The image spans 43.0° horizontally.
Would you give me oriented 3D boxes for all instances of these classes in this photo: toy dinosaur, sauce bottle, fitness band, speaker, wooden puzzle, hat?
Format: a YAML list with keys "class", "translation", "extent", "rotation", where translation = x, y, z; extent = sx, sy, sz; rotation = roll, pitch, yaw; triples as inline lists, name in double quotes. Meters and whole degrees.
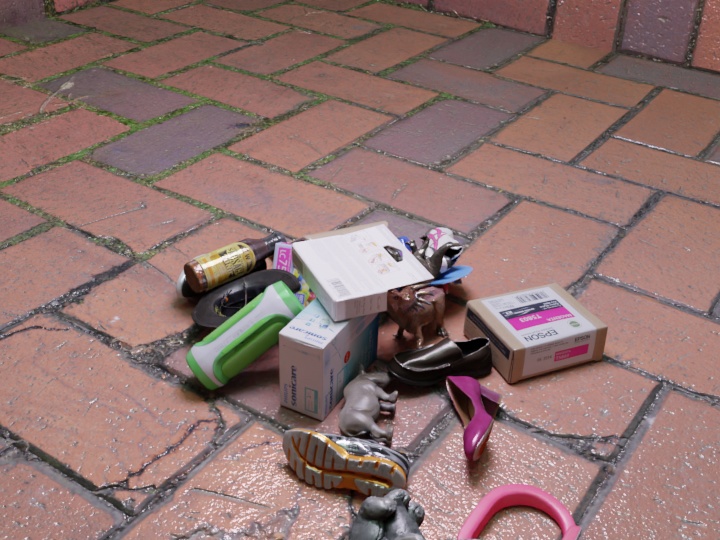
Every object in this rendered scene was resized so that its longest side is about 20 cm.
- class: "toy dinosaur"
  translation: [0.109, 0.063, 1.616]
  extent: [0.086, 0.136, 0.200]
  rotation: [20, 29, 29]
- class: "toy dinosaur"
  translation: [0.091, -0.004, 1.654]
  extent: [0.200, 0.103, 0.077]
  rotation: [-13, -6, 8]
- class: "sauce bottle"
  translation: [-0.229, -0.022, 1.702]
  extent: [0.200, 0.066, 0.066]
  rotation: [-27, 41, -29]
- class: "fitness band"
  translation: [0.212, 0.364, 1.231]
  extent: [0.143, 0.038, 0.200]
  rotation: [18, 33, 28]
- class: "speaker"
  translation: [-0.186, 0.106, 1.494]
  extent: [0.200, 0.088, 0.088]
  rotation: [-38, 38, 0]
- class: "wooden puzzle"
  translation: [-0.064, -0.054, 1.837]
  extent: [0.185, 0.046, 0.200]
  rotation: [-13, 2, -29]
- class: "hat"
  translation: [-0.195, 0.078, 1.628]
  extent: [0.200, 0.081, 0.201]
  rotation: [-13, 24, 6]

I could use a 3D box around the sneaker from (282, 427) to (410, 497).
- class: "sneaker"
  translation: [-0.020, 0.275, 1.332]
  extent: [0.200, 0.078, 0.077]
  rotation: [17, 20, 17]

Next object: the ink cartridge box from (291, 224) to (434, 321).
- class: "ink cartridge box"
  translation: [0.000, 0.000, 1.524]
  extent: [0.176, 0.045, 0.200]
  rotation: [-12, 34, -20]

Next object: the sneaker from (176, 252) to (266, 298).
- class: "sneaker"
  translation: [-0.258, 0.008, 1.748]
  extent: [0.099, 0.071, 0.200]
  rotation: [16, 29, 30]

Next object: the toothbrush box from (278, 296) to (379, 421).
- class: "toothbrush box"
  translation: [-0.049, 0.124, 1.500]
  extent: [0.085, 0.147, 0.200]
  rotation: [17, 33, 23]

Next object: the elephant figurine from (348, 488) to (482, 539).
- class: "elephant figurine"
  translation: [0.075, 0.364, 1.112]
  extent: [0.141, 0.155, 0.200]
  rotation: [7, 14, -38]

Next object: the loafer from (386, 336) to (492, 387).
- class: "loafer"
  translation: [0.135, 0.142, 1.540]
  extent: [0.200, 0.071, 0.073]
  rotation: [-6, 31, -27]

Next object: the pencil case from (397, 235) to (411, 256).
- class: "pencil case"
  translation: [0.010, -0.013, 1.778]
  extent: [0.200, 0.078, 0.087]
  rotation: [-13, 58, -14]

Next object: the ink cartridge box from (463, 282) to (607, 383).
- class: "ink cartridge box"
  translation: [0.310, 0.106, 1.627]
  extent: [0.200, 0.075, 0.165]
  rotation: [-11, 32, -23]

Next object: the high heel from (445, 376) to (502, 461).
- class: "high heel"
  translation: [0.159, 0.228, 1.418]
  extent: [0.096, 0.068, 0.200]
  rotation: [20, 19, 10]

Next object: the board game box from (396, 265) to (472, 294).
- class: "board game box"
  translation: [0.119, 0.034, 1.746]
  extent: [0.200, 0.039, 0.158]
  rotation: [-10, 10, 17]

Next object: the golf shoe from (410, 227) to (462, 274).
- class: "golf shoe"
  translation: [0.159, -0.033, 1.762]
  extent: [0.092, 0.073, 0.200]
  rotation: [-5, 20, 22]

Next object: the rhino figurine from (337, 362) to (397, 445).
- class: "rhino figurine"
  translation: [0.014, 0.207, 1.452]
  extent: [0.087, 0.060, 0.200]
  rotation: [8, 30, 3]

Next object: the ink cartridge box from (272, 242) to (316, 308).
- class: "ink cartridge box"
  translation: [-0.067, 0.020, 1.696]
  extent: [0.200, 0.120, 0.042]
  rotation: [9, 5, 7]
